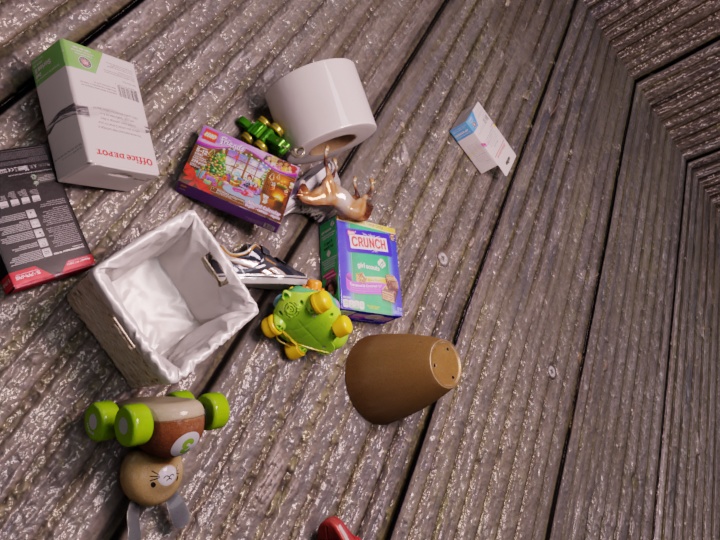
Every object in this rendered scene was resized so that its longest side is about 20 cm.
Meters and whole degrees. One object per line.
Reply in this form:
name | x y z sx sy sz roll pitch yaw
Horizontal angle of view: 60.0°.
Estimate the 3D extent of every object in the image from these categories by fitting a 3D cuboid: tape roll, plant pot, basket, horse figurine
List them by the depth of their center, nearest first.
basket | -0.307 0.052 0.965 0.200 0.160 0.200 -42 104 -43
plant pot | 0.101 0.206 1.254 0.184 0.199 0.190 15 66 -37
horse figurine | -0.037 -0.157 1.271 0.199 0.050 0.134 33 56 -34
tape roll | -0.080 -0.322 1.281 0.201 0.201 0.141 -19 87 -44

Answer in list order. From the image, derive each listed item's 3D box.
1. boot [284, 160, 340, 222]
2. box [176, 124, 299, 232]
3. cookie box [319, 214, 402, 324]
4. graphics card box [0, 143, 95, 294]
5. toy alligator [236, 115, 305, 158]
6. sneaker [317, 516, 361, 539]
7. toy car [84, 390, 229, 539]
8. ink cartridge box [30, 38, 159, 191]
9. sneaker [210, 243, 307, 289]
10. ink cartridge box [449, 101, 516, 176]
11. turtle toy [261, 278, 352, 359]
boot | -0.106 -0.138 1.283 0.200 0.073 0.097 -43 118 -32
box | -0.225 -0.171 1.165 0.197 0.039 0.139 22 58 -13
cookie box | 0.000 0.000 1.324 0.169 0.075 0.204 10 67 -38
graphics card box | -0.492 -0.078 0.920 0.125 0.051 0.203 -24 92 -45
toy alligator | -0.171 -0.248 1.223 0.059 0.199 0.054 -49 148 -13
sneaker | -0.004 0.514 1.144 0.115 0.077 0.203 -37 112 -52
toy car | -0.294 0.287 0.910 0.163 0.156 0.204 3 83 -52
ink cartridge box | -0.419 -0.239 0.995 0.145 0.083 0.203 -1 74 -63
sneaker | -0.183 -0.007 1.157 0.198 0.078 0.081 6 76 -39
ink cartridge box | 0.353 -0.364 1.787 0.200 0.067 0.116 49 49 -17
turtle toy | -0.089 0.094 1.179 0.201 0.144 0.102 52 21 -38
